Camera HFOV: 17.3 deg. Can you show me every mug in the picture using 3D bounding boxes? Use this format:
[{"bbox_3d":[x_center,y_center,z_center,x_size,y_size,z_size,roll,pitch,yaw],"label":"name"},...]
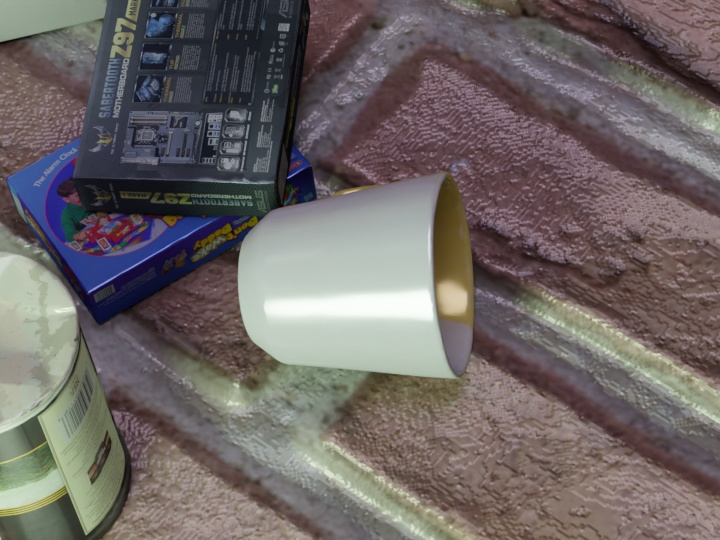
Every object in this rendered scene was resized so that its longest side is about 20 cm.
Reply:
[{"bbox_3d":[-0.001,0.008,1.739,0.153,0.187,0.150,-4,89,14],"label":"mug"}]

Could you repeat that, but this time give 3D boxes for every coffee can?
[{"bbox_3d":[-0.249,0.099,1.645,0.146,0.200,0.146,-3,56,4],"label":"coffee can"}]

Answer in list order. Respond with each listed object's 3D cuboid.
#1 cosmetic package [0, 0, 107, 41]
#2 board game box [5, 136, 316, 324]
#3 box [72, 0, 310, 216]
[{"bbox_3d":[-0.316,-0.250,1.949,0.200,0.085,0.108,-12,57,-2],"label":"cosmetic package"},{"bbox_3d":[-0.154,-0.064,1.834,0.200,0.045,0.134,-30,59,-14],"label":"board game box"},{"bbox_3d":[-0.128,-0.137,1.822,0.158,0.051,0.200,2,58,7],"label":"box"}]
